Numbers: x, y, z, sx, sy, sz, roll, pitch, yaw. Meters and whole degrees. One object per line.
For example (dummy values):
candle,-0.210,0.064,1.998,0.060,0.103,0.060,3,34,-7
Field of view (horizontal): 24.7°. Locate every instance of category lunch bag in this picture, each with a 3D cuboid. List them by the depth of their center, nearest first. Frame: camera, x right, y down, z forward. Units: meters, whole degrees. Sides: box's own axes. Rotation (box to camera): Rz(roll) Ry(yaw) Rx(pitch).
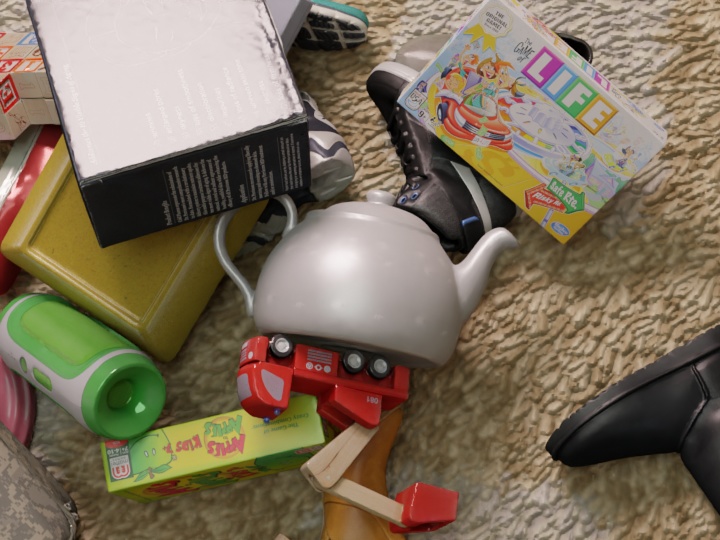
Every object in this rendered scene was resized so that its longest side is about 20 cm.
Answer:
lunch bag,-0.349,0.217,1.454,0.139,0.168,0.200,-41,99,0

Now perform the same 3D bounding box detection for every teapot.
teapot,0.000,0.000,1.448,0.197,0.200,0.146,-1,77,50

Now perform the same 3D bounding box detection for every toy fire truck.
toy fire truck,-0.013,0.141,1.403,0.200,0.049,0.141,13,66,-18

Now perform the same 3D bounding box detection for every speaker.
speaker,-0.259,0.084,1.501,0.200,0.088,0.089,27,81,48

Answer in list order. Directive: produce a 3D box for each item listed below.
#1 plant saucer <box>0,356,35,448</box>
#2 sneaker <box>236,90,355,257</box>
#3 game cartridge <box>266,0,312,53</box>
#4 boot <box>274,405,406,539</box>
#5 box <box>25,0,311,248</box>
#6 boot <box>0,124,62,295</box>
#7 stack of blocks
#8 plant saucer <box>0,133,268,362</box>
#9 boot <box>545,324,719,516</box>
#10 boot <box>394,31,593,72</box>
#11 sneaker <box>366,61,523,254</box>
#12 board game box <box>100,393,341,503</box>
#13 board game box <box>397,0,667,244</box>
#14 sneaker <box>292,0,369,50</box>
plant saucer,-0.414,0.136,1.578,0.200,0.051,0.201,-3,75,11
sneaker,-0.111,-0.100,1.572,0.199,0.079,0.130,-33,55,18
game cartridge,-0.142,-0.250,1.566,0.200,0.040,0.134,31,97,29
boot,0.020,0.235,1.466,0.144,0.071,0.201,37,88,11
box,-0.164,-0.153,1.418,0.196,0.124,0.200,-16,64,-8
boot,-0.284,-0.056,1.594,0.144,0.072,0.200,18,76,13
stack of blocks,-0.326,-0.179,1.587,0.200,0.059,0.115,1,36,24
plant saucer,-0.216,-0.041,1.511,0.200,0.048,0.200,33,105,4
boot,0.284,0.162,1.422,0.200,0.076,0.168,-30,68,-4
boot,0.120,-0.201,1.520,0.200,0.131,0.068,11,78,13
sneaker,0.050,-0.101,1.522,0.112,0.073,0.200,-37,72,-23
board game box,-0.122,0.162,1.488,0.200,0.102,0.048,-14,75,7
board game box,0.151,-0.136,1.450,0.200,0.034,0.134,39,117,-7
sneaker,-0.078,-0.276,1.610,0.200,0.078,0.080,24,72,16
